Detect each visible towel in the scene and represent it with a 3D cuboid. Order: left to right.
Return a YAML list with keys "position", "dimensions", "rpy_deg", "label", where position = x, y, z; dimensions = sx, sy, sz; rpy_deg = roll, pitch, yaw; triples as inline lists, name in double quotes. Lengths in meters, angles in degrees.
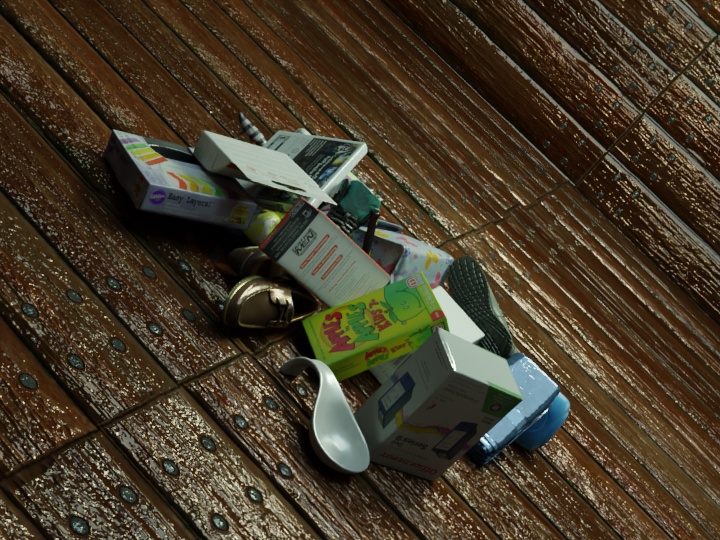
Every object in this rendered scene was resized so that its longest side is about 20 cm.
- position: [0.230, 0.223, 1.726]
  dimensions: [0.200, 0.049, 0.112]
  rpy_deg: [-33, 70, -32]
  label: "towel"

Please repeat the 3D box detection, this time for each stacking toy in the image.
- position: [0.309, 0.239, 1.889]
  dimensions: [0.110, 0.116, 0.200]
  rpy_deg: [38, 9, 6]
  label: "stacking toy"

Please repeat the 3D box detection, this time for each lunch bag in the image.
- position: [0.032, -0.023, 1.838]
  dimensions: [0.199, 0.128, 0.169]
  rpy_deg: [23, 8, 37]
  label: "lunch bag"

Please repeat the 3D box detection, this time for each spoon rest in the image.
- position: [-0.047, 0.192, 1.431]
  dimensions: [0.099, 0.061, 0.200]
  rpy_deg: [16, 33, -45]
  label: "spoon rest"

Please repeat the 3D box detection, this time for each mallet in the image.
- position: [0.000, 0.000, 1.691]
  dimensions: [0.041, 0.201, 0.066]
  rpy_deg: [17, 31, 9]
  label: "mallet"

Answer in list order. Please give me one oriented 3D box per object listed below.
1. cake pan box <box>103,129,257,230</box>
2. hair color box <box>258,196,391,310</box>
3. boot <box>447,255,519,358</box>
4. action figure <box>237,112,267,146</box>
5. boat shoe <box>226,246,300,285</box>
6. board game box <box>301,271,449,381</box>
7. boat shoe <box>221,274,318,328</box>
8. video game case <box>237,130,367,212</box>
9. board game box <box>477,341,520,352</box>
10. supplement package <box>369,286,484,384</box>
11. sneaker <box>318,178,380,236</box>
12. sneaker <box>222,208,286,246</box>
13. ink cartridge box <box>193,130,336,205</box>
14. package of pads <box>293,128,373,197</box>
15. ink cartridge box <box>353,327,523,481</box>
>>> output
- position: [-0.275, -0.138, 1.591]
  dimensions: [0.183, 0.053, 0.200]
  rpy_deg: [13, 22, -35]
  label: "cake pan box"
- position: [-0.050, -0.011, 1.580]
  dimensions: [0.061, 0.102, 0.200]
  rpy_deg: [39, -3, 46]
  label: "hair color box"
- position: [0.219, 0.080, 1.853]
  dimensions: [0.201, 0.067, 0.131]
  rpy_deg: [67, 10, 19]
  label: "boot"
- position: [-0.167, -0.185, 1.859]
  dimensions: [0.193, 0.105, 0.200]
  rpy_deg: [34, 19, 7]
  label: "action figure"
- position: [-0.128, -0.005, 1.637]
  dimensions: [0.070, 0.071, 0.200]
  rpy_deg: [25, 5, 31]
  label: "boat shoe"
- position: [0.022, 0.086, 1.566]
  dimensions: [0.048, 0.199, 0.102]
  rpy_deg: [73, -6, -48]
  label: "board game box"
- position: [-0.127, 0.048, 1.520]
  dimensions: [0.067, 0.072, 0.200]
  rpy_deg: [20, 12, 23]
  label: "boat shoe"
- position: [-0.112, -0.166, 1.759]
  dimensions: [0.181, 0.023, 0.200]
  rpy_deg: [11, 42, 28]
  label: "video game case"
- position: [0.220, 0.161, 1.905]
  dimensions: [0.148, 0.064, 0.200]
  rpy_deg: [49, 25, 18]
  label: "board game box"
- position: [0.098, 0.118, 1.717]
  dimensions: [0.117, 0.117, 0.200]
  rpy_deg: [47, 24, 12]
  label: "supplement package"
- position: [-0.026, -0.083, 1.686]
  dimensions: [0.084, 0.121, 0.200]
  rpy_deg: [43, 23, -11]
  label: "sneaker"
- position: [-0.158, -0.072, 1.705]
  dimensions: [0.105, 0.076, 0.200]
  rpy_deg: [23, -2, 15]
  label: "sneaker"
- position: [-0.148, -0.141, 1.605]
  dimensions: [0.160, 0.050, 0.200]
  rpy_deg: [13, 22, -35]
  label: "ink cartridge box"
- position: [-0.059, -0.172, 1.983]
  dimensions: [0.200, 0.068, 0.155]
  rpy_deg: [43, -2, 4]
  label: "package of pads"
- position: [0.107, 0.196, 1.492]
  dimensions: [0.145, 0.200, 0.088]
  rpy_deg: [26, 31, -34]
  label: "ink cartridge box"
